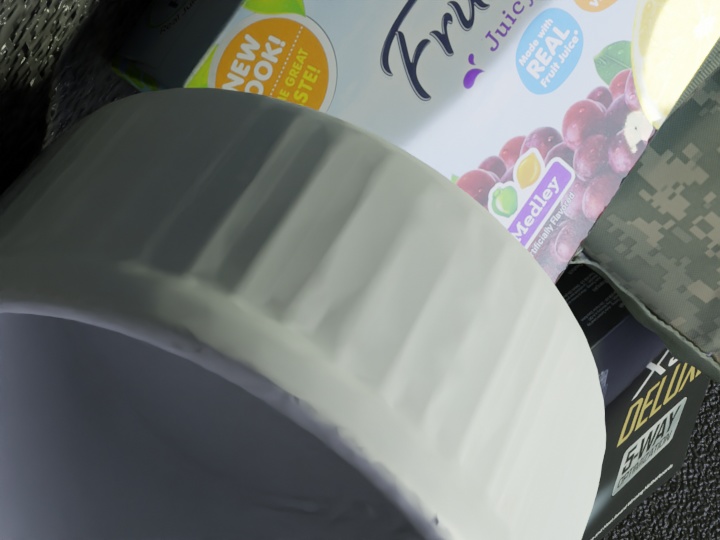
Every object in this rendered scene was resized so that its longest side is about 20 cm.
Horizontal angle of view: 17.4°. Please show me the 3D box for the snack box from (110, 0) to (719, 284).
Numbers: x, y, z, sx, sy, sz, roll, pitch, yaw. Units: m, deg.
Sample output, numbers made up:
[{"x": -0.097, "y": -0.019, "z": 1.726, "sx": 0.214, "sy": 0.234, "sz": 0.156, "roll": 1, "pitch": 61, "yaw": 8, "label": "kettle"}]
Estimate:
[{"x": 0.042, "y": -0.099, "z": 0.679, "sx": 0.201, "sy": 0.142, "sz": 0.053, "roll": -56, "pitch": -148, "yaw": -4, "label": "snack box"}]

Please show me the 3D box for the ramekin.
[{"x": -0.031, "y": 0.048, "z": 0.626, "sx": 0.098, "sy": 0.199, "sz": 0.201, "roll": -58, "pitch": 174, "yaw": -38, "label": "ramekin"}]

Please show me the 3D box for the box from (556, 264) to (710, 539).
[{"x": 0.060, "y": 0.058, "z": 0.844, "sx": 0.200, "sy": 0.050, "sz": 0.158, "roll": -36, "pitch": 151, "yaw": -38, "label": "box"}]

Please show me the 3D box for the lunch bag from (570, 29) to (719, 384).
[{"x": 0.161, "y": -0.050, "z": 0.773, "sx": 0.200, "sy": 0.164, "sz": 0.118, "roll": -50, "pitch": -157, "yaw": 1, "label": "lunch bag"}]
